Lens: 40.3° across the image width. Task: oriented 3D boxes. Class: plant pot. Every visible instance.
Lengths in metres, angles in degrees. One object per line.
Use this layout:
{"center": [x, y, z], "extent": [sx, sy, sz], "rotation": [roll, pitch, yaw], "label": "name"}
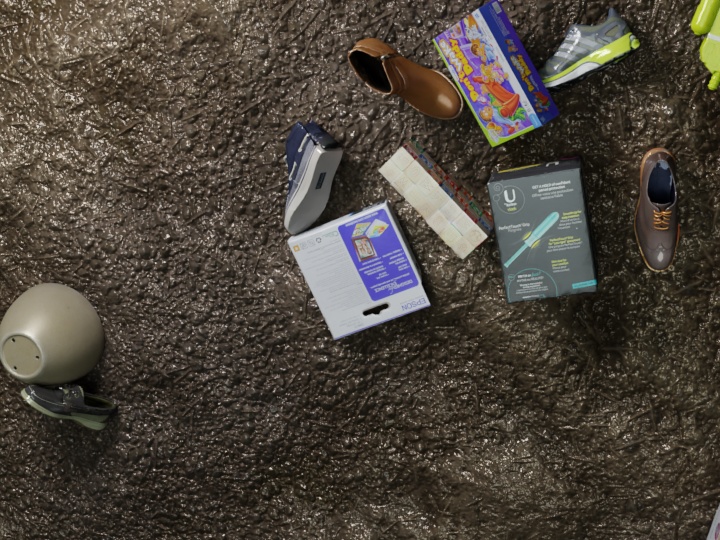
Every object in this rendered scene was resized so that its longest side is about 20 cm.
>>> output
{"center": [-0.609, 0.140, 1.867], "extent": [0.199, 0.135, 0.202], "rotation": [4, 107, 12], "label": "plant pot"}

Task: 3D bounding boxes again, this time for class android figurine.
{"center": [0.591, -0.360, 1.476], "extent": [0.181, 0.041, 0.201], "rotation": [23, 108, 6], "label": "android figurine"}

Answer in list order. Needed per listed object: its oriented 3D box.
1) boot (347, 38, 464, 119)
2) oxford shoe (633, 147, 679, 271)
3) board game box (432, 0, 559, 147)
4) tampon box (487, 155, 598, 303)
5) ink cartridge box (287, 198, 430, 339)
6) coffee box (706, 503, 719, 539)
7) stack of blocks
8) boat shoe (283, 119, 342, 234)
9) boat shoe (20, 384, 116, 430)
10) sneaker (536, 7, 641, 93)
{"center": [0.072, -0.300, 1.558], "extent": [0.200, 0.155, 0.077], "rotation": [42, 111, -1], "label": "boot"}
{"center": [0.473, -0.090, 1.564], "extent": [0.071, 0.073, 0.202], "rotation": [-4, 105, 14], "label": "oxford shoe"}
{"center": [0.211, -0.306, 1.540], "extent": [0.201, 0.045, 0.134], "rotation": [59, 153, -7], "label": "board game box"}
{"center": [0.298, -0.068, 1.586], "extent": [0.149, 0.126, 0.202], "rotation": [-8, 103, 15], "label": "tampon box"}
{"center": [0.000, 0.000, 1.721], "extent": [0.197, 0.043, 0.201], "rotation": [-20, 105, 19], "label": "ink cartridge box"}
{"center": [0.695, 0.461, 1.604], "extent": [0.198, 0.198, 0.201], "rotation": [14, 109, 9], "label": "coffee box"}
{"center": [0.129, -0.122, 1.618], "extent": [0.200, 0.115, 0.059], "rotation": [46, 111, -2], "label": "stack of blocks"}
{"center": [-0.099, -0.165, 1.695], "extent": [0.093, 0.074, 0.201], "rotation": [50, 130, 30], "label": "boat shoe"}
{"center": [-0.555, 0.248, 1.878], "extent": [0.066, 0.201, 0.072], "rotation": [-51, 47, 5], "label": "boat shoe"}
{"center": [0.333, -0.338, 1.537], "extent": [0.199, 0.074, 0.081], "rotation": [-23, 85, 16], "label": "sneaker"}
